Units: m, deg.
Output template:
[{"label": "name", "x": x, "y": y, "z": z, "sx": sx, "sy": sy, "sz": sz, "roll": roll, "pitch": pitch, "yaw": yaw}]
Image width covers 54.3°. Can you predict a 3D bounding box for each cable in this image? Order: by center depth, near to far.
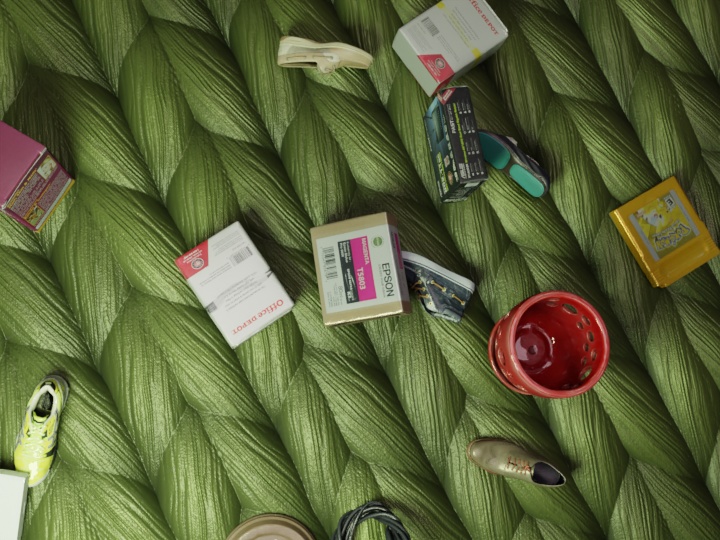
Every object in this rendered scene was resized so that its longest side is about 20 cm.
[{"label": "cable", "x": 0.018, "y": 0.523, "z": 1.287, "sx": 0.163, "sy": 0.051, "sz": 0.200, "roll": -5, "pitch": 55, "yaw": 32}]

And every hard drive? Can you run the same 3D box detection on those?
[{"label": "hard drive", "x": -0.697, "y": 0.406, "z": 1.238, "sx": 0.199, "sy": 0.026, "sz": 0.132, "roll": 11, "pitch": 100, "yaw": -5}]

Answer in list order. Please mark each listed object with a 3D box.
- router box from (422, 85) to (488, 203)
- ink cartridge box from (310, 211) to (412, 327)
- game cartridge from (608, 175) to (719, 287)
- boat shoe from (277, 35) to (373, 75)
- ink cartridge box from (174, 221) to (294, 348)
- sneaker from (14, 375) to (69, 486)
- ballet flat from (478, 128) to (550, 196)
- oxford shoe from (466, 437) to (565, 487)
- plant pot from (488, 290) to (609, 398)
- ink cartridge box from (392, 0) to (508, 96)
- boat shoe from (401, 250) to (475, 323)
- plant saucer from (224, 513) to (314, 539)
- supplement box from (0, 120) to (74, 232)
[{"label": "router box", "x": 0.190, "y": -0.253, "z": 1.432, "sx": 0.062, "sy": 0.150, "sz": 0.201, "roll": -9, "pitch": 82, "yaw": -9}, {"label": "ink cartridge box", "x": 0.000, "y": 0.000, "z": 1.373, "sx": 0.164, "sy": 0.075, "sz": 0.201, "roll": -12, "pitch": 81, "yaw": 17}, {"label": "game cartridge", "x": 0.665, "y": -0.082, "z": 1.533, "sx": 0.176, "sy": 0.032, "sz": 0.200, "roll": -29, "pitch": 85, "yaw": -12}, {"label": "boat shoe", "x": -0.073, "y": -0.440, "z": 1.470, "sx": 0.199, "sy": 0.072, "sz": 0.065, "roll": 9, "pitch": 88, "yaw": -4}, {"label": "ink cartridge box", "x": -0.241, "y": 0.031, "z": 1.357, "sx": 0.144, "sy": 0.084, "sz": 0.200, "roll": -33, "pitch": 86, "yaw": -13}, {"label": "sneaker", "x": -0.586, "y": 0.289, "z": 1.269, "sx": 0.075, "sy": 0.076, "sz": 0.201, "roll": 9, "pitch": 82, "yaw": -9}, {"label": "ballet flat", "x": 0.327, "y": -0.236, "z": 1.498, "sx": 0.200, "sy": 0.073, "sz": 0.073, "roll": 42, "pitch": 78, "yaw": 6}, {"label": "oxford shoe", "x": 0.310, "y": 0.377, "z": 1.383, "sx": 0.199, "sy": 0.075, "sz": 0.071, "roll": 16, "pitch": 80, "yaw": -5}, {"label": "plant pot", "x": 0.355, "y": 0.148, "z": 1.373, "sx": 0.200, "sy": 0.183, "sz": 0.201, "roll": 1, "pitch": 81, "yaw": -8}, {"label": "ink cartridge box", "x": 0.192, "y": -0.493, "z": 1.506, "sx": 0.200, "sy": 0.083, "sz": 0.145, "roll": -36, "pitch": 87, "yaw": -12}, {"label": "boat shoe", "x": 0.130, "y": 0.032, "z": 1.416, "sx": 0.200, "sy": 0.071, "sz": 0.091, "roll": 23, "pitch": 75, "yaw": -6}, {"label": "plant saucer", "x": -0.170, "y": 0.559, "z": 1.309, "sx": 0.199, "sy": 0.029, "sz": 0.201, "roll": 1, "pitch": 80, "yaw": -7}, {"label": "supplement box", "x": -0.621, "y": -0.165, "z": 1.276, "sx": 0.103, "sy": 0.200, "sz": 0.131, "roll": 31, "pitch": 77, "yaw": -2}]
